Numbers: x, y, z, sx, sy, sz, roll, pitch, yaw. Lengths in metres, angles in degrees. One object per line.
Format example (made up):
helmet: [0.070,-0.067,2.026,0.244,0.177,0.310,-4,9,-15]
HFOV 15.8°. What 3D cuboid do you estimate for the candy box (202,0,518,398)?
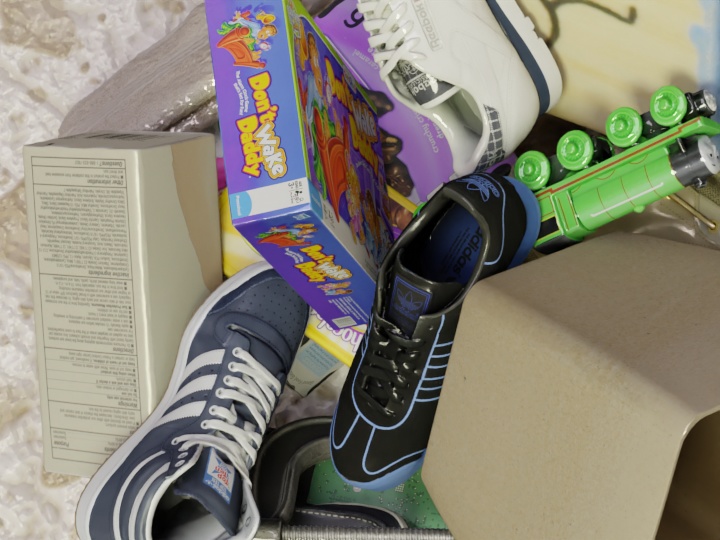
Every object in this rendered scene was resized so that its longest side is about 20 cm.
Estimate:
candy box: [-0.016,-0.051,1.607,0.200,0.072,0.168,-40,66,3]

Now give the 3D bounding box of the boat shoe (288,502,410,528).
boat shoe: [-0.066,0.171,1.517,0.199,0.062,0.075,-5,69,16]

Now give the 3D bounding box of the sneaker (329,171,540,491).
sneaker: [0.027,0.034,1.433,0.070,0.078,0.201,31,104,25]

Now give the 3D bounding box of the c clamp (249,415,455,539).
c clamp: [0.007,0.140,1.481,0.199,0.027,0.171,-3,34,2]

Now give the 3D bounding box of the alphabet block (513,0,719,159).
alphabet block: [0.159,-0.209,1.502,0.199,0.196,0.197,23,53,23]

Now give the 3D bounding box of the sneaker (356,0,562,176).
sneaker: [0.032,-0.149,1.448,0.080,0.076,0.200,-44,103,-30]

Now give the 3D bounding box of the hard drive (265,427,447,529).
hard drive: [-0.024,0.171,1.556,0.199,0.038,0.140,8,75,22]

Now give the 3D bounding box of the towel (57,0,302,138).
towel: [-0.119,-0.114,1.630,0.200,0.035,0.133,-36,22,16]

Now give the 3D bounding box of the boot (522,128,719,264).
boot: [0.173,0.002,1.523,0.155,0.073,0.200,-46,63,0]

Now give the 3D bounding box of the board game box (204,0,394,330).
board game box: [-0.029,-0.060,1.436,0.045,0.200,0.135,-12,71,12]

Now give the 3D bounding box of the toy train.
toy train: [0.116,-0.043,1.451,0.199,0.042,0.057,-25,72,27]

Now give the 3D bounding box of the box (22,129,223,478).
box: [-0.138,0.021,1.540,0.095,0.078,0.201,5,102,34]

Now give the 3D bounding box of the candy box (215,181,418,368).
candy box: [0.000,0.000,1.533,0.200,0.026,0.102,35,90,22]

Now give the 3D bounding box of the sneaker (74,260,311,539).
sneaker: [-0.075,0.086,1.455,0.200,0.070,0.108,-56,23,-11]

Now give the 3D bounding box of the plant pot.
plant pot: [0.150,0.088,1.407,0.177,0.199,0.201,36,128,33]
